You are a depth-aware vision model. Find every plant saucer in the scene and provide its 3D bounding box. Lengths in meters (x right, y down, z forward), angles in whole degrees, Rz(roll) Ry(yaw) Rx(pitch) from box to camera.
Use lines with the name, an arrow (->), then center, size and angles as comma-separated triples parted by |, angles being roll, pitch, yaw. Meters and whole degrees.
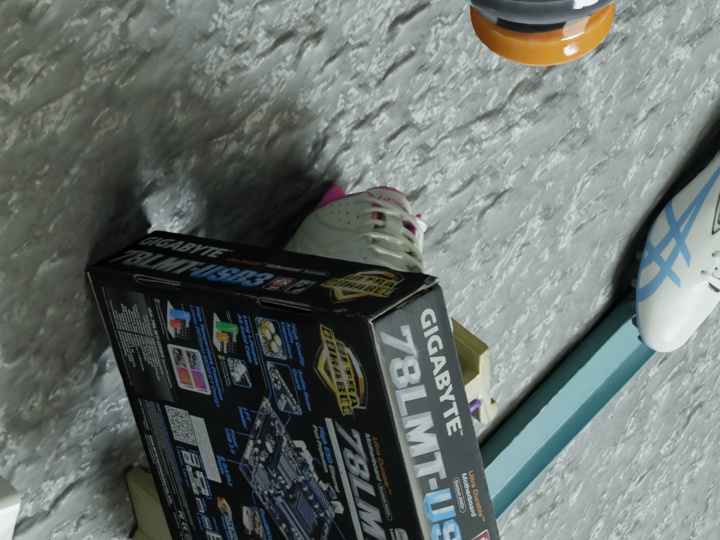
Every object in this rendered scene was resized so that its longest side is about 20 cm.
plant saucer -> 0.129, 0.090, 1.489 | 0.200, 0.019, 0.070 | -44, 149, -14

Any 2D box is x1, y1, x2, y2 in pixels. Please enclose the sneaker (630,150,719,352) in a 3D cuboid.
sneaker -> 0.239, -0.033, 1.451 | 0.072, 0.072, 0.201 | 27, 96, -45

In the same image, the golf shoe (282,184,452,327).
golf shoe -> 0.000, 0.000, 1.085 | 0.075, 0.200, 0.092 | 27, 85, -19

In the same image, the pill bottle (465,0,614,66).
pill bottle -> 0.081, -0.185, 1.039 | 0.106, 0.106, 0.200 | -38, 147, -24

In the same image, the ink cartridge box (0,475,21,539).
ink cartridge box -> -0.258, 0.124, 0.846 | 0.200, 0.147, 0.145 | -16, 134, -46

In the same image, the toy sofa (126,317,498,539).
toy sofa -> -0.023, 0.102, 1.222 | 0.200, 0.083, 0.098 | -38, 146, -25

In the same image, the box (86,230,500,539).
box -> -0.023, 0.089, 1.022 | 0.050, 0.198, 0.201 | -30, 114, -36
